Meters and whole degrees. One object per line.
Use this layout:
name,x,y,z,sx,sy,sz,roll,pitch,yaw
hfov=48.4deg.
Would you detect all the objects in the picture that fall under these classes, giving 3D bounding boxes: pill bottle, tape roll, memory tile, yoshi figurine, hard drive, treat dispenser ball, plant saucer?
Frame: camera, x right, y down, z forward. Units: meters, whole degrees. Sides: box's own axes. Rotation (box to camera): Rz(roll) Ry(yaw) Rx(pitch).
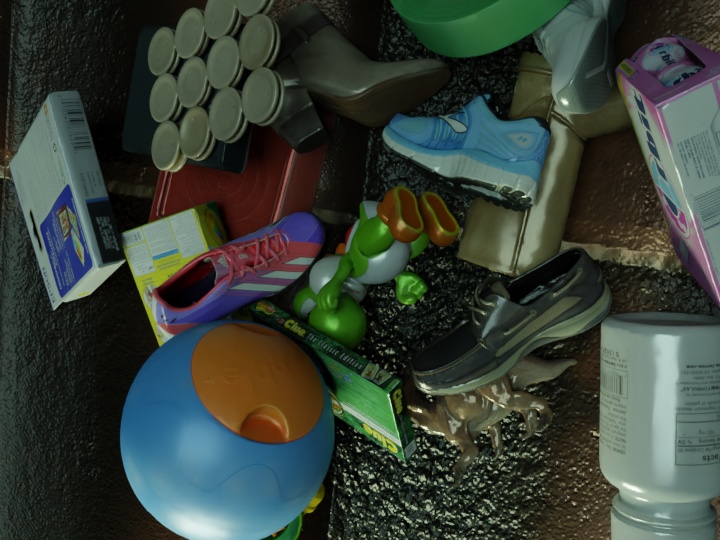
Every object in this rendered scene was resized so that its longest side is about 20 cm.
pill bottle,0.268,0.143,0.705,0.112,0.114,0.205,1,94,20
tape roll,0.118,-0.286,0.712,0.198,0.048,0.204,-22,51,29
memory tile,-0.144,-0.190,0.774,0.198,0.017,0.157,-15,76,40
yoshi figurine,0.008,0.013,0.797,0.112,0.113,0.200,42,126,-9
hard drive,-0.181,-0.185,0.841,0.198,0.033,0.143,16,97,42
treat dispenser ball,-0.122,0.149,0.746,0.197,0.200,0.206,1,94,20
plant saucer,-0.144,-0.107,0.885,0.197,0.037,0.204,20,100,18

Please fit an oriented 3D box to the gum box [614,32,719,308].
gum box,0.274,-0.083,0.642,0.065,0.114,0.202,-24,114,11

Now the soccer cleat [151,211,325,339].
soccer cleat,-0.118,-0.003,0.798,0.198,0.074,0.069,-33,68,-15

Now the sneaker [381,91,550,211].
sneaker,0.102,-0.122,0.751,0.199,0.078,0.091,26,88,47

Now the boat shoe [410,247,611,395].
boat shoe,0.128,0.039,0.725,0.197,0.075,0.074,-29,115,-2

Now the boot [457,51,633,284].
boot,0.196,-0.085,0.747,0.173,0.066,0.204,20,100,31

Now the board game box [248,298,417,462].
board game box,-0.030,0.106,0.798,0.198,0.023,0.106,27,142,37

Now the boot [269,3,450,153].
boot,-0.025,-0.212,0.818,0.197,0.070,0.148,-24,67,-3

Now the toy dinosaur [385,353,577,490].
toy dinosaur,0.109,0.117,0.784,0.199,0.086,0.137,-36,74,13

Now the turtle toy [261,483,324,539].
turtle toy,-0.144,0.243,0.873,0.200,0.101,0.146,44,107,12

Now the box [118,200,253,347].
box,-0.179,0.037,0.882,0.115,0.048,0.204,-13,98,28

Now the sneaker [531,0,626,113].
sneaker,0.181,-0.202,0.690,0.079,0.202,0.071,0,137,26

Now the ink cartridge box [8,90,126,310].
ink cartridge box,-0.347,-0.074,0.939,0.199,0.046,0.201,-25,82,55
